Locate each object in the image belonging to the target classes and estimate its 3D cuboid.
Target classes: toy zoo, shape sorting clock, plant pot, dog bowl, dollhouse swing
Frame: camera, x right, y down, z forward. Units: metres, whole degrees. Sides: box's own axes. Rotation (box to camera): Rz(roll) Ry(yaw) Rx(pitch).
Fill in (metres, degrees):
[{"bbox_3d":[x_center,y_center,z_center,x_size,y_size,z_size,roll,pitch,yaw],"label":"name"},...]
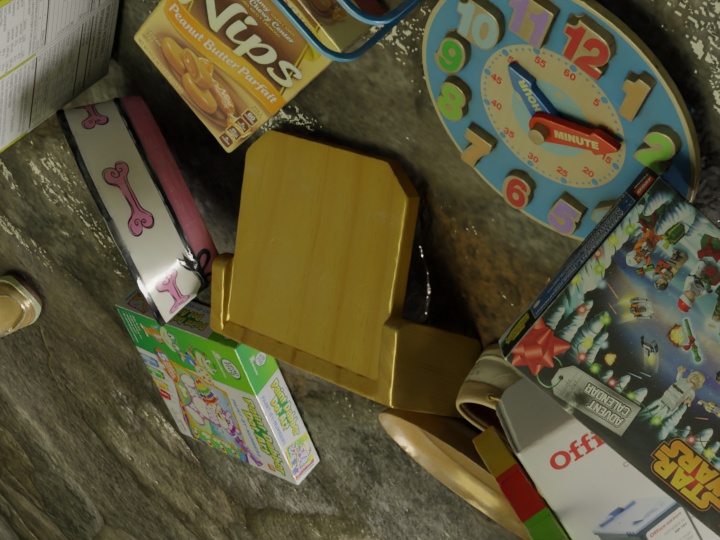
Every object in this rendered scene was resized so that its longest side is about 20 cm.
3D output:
[{"bbox_3d":[0.134,0.188,0.874,0.132,0.020,0.200,56,-179,-22],"label":"toy zoo"},{"bbox_3d":[0.117,-0.093,0.780,0.198,0.039,0.202,31,146,23],"label":"shape sorting clock"},{"bbox_3d":[0.102,0.172,1.079,0.199,0.028,0.200,35,167,9],"label":"plant pot"},{"bbox_3d":[-0.183,-0.059,1.085,0.202,0.073,0.200,62,174,12],"label":"dog bowl"},{"bbox_3d":[0.000,0.000,1.038,0.198,0.179,0.181,18,-178,37],"label":"dollhouse swing"}]

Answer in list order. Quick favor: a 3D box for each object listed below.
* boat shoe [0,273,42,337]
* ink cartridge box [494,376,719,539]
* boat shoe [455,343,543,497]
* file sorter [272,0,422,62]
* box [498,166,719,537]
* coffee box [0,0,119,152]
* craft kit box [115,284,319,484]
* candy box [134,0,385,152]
[{"bbox_3d":[-0.472,0.062,1.642,0.072,0.076,0.199,50,149,-9],"label":"boat shoe"},{"bbox_3d":[0.203,0.140,0.837,0.201,0.145,0.086,55,-172,-18],"label":"ink cartridge box"},{"bbox_3d":[0.157,0.145,0.985,0.199,0.069,0.074,38,149,12],"label":"boat shoe"},{"bbox_3d":[0.019,-0.223,0.664,0.139,0.123,0.200,48,150,-4],"label":"file sorter"},{"bbox_3d":[0.199,0.057,0.744,0.199,0.137,0.040,38,-168,-8],"label":"box"},{"bbox_3d":[-0.321,-0.229,0.995,0.199,0.198,0.201,41,148,8],"label":"coffee box"},{"bbox_3d":[-0.153,0.120,1.360,0.195,0.049,0.202,13,137,39],"label":"craft kit box"},{"bbox_3d":[-0.078,-0.174,0.904,0.116,0.055,0.199,50,150,-7],"label":"candy box"}]
